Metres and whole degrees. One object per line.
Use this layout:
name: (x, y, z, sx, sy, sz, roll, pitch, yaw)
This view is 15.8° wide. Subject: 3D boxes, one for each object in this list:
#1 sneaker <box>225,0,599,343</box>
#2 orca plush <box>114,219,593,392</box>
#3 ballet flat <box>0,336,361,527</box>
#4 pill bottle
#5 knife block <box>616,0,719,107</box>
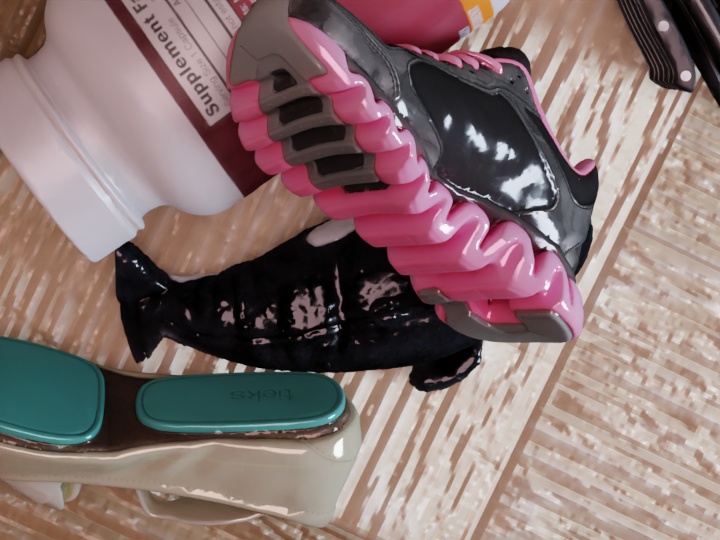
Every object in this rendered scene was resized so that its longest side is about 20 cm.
sneaker: (0.027, -0.055, 0.983, 0.200, 0.079, 0.096, 43, 61, -40)
orca plush: (0.000, 0.000, 1.056, 0.199, 0.071, 0.106, 4, 96, -6)
ballet flat: (-0.100, 0.072, 1.058, 0.199, 0.069, 0.070, 7, 96, 1)
pill bottle: (-0.049, -0.095, 1.020, 0.200, 0.113, 0.113, -36, 99, 0)
knife block: (0.146, -0.167, 1.056, 0.175, 0.064, 0.201, 13, 95, -7)
